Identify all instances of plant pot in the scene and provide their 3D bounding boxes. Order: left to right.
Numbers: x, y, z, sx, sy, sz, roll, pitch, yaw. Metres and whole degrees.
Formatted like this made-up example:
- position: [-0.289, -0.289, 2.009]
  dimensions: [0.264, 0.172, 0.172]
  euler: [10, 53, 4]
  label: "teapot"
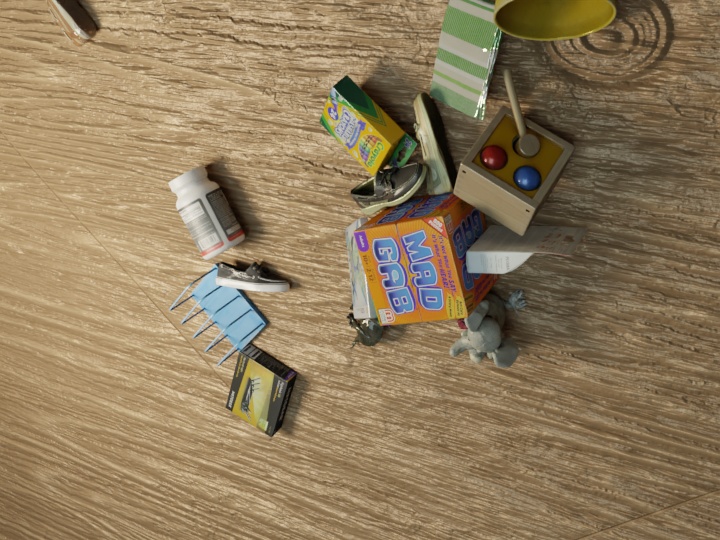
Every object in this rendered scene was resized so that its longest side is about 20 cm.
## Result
- position: [0.318, -0.484, 1.246]
  dimensions: [0.196, 0.199, 0.145]
  euler: [0, 85, 29]
  label: "plant pot"

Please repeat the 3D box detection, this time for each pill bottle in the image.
- position: [-0.368, -0.139, 1.811]
  dimensions: [0.114, 0.116, 0.203]
  euler: [-21, 100, 34]
  label: "pill bottle"

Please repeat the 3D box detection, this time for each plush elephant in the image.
- position: [0.243, 0.124, 1.555]
  dimensions: [0.198, 0.155, 0.166]
  euler: [-30, 99, 34]
  label: "plush elephant"

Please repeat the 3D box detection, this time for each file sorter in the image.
- position: [-0.363, 0.116, 1.918]
  dimensions: [0.201, 0.122, 0.139]
  euler: [49, 125, 2]
  label: "file sorter"

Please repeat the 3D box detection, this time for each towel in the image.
- position: [0.197, -0.399, 1.403]
  dimensions: [0.152, 0.023, 0.204]
  euler: [39, 131, 42]
  label: "towel"

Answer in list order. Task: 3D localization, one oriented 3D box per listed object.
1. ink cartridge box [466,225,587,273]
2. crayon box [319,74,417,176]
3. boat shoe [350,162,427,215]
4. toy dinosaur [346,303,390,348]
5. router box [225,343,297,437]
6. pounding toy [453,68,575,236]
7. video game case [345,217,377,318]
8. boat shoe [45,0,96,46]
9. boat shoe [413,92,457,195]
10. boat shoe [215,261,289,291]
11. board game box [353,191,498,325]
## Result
- position: [0.317, -0.040, 1.441]
  dimensions: [0.196, 0.160, 0.048]
  euler: [4, 112, 27]
  label: "ink cartridge box"
- position: [0.012, -0.280, 1.544]
  dimensions: [0.200, 0.052, 0.126]
  euler: [44, 152, 5]
  label: "crayon box"
- position: [0.051, -0.172, 1.541]
  dimensions: [0.065, 0.073, 0.199]
  euler: [32, 147, -26]
  label: "boat shoe"
- position: [0.019, 0.127, 1.736]
  dimensions: [0.102, 0.076, 0.202]
  euler: [45, 122, 21]
  label: "toy dinosaur"
- position: [-0.262, 0.315, 1.990]
  dimensions: [0.155, 0.052, 0.203]
  euler: [28, 122, 16]
  label: "router box"
- position: [0.279, -0.215, 1.379]
  dimensions: [0.182, 0.201, 0.143]
  euler: [32, 158, 12]
  label: "pounding toy"
- position: [0.000, 0.000, 1.611]
  dimensions: [0.022, 0.182, 0.205]
  euler: [-5, 87, -11]
  label: "video game case"
- position: [-0.718, -0.628, 1.820]
  dimensions: [0.071, 0.076, 0.202]
  euler: [-32, 92, 37]
  label: "boat shoe"
- position: [0.136, -0.248, 1.508]
  dimensions: [0.062, 0.073, 0.204]
  euler: [-10, 113, 27]
  label: "boat shoe"
- position: [-0.263, 0.011, 1.853]
  dimensions: [0.196, 0.070, 0.068]
  euler: [7, 96, 23]
  label: "boat shoe"
- position: [0.136, -0.030, 1.523]
  dimensions: [0.197, 0.200, 0.204]
  euler: [-8, 107, 31]
  label: "board game box"
